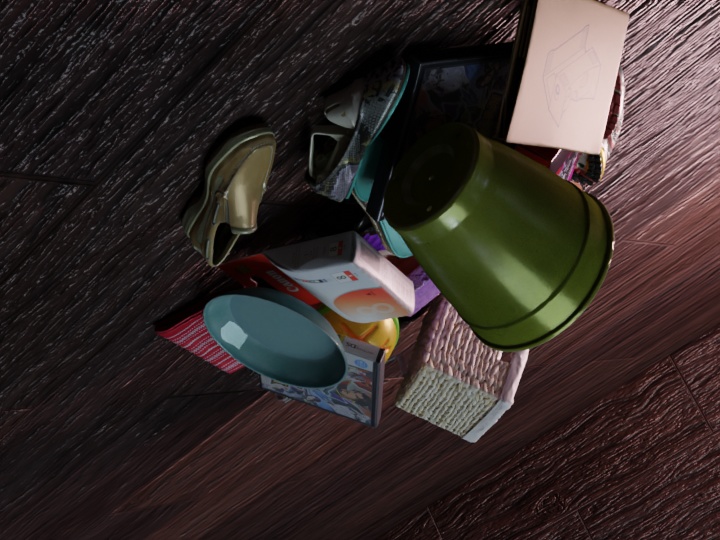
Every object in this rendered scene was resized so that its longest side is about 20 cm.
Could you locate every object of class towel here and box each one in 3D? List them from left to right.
[{"bbox_3d":[-0.172,0.083,1.607,0.143,0.023,0.200,-26,150,14],"label":"towel"}]

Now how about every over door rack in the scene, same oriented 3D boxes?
[{"bbox_3d":[-0.036,0.165,1.949,0.146,0.068,0.199,-11,176,-36],"label":"over door rack"}]

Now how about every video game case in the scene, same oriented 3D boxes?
[{"bbox_3d":[-0.056,0.136,1.605,0.178,0.026,0.201,18,149,10],"label":"video game case"},{"bbox_3d":[0.106,-0.154,1.302,0.179,0.026,0.202,-13,135,-33],"label":"video game case"}]

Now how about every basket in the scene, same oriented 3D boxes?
[{"bbox_3d":[0.172,0.142,1.932,0.159,0.200,0.201,22,151,-1],"label":"basket"}]

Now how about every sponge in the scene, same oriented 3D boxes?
[{"bbox_3d":[0.094,0.020,1.748,0.111,0.030,0.200,-40,170,5],"label":"sponge"}]

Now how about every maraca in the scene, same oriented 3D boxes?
[{"bbox_3d":[-0.010,0.076,1.630,0.135,0.108,0.202,1,135,-14],"label":"maraca"}]

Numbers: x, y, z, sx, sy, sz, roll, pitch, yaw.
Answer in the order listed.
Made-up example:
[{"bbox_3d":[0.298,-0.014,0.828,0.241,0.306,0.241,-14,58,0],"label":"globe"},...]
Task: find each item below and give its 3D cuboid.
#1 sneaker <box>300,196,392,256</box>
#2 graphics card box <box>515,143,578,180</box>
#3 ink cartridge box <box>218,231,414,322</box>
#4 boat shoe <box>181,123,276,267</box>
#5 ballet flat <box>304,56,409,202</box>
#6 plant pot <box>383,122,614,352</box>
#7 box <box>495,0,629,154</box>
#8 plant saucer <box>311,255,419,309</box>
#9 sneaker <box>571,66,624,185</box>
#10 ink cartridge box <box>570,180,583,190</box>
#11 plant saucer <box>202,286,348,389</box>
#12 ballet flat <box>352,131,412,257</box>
[{"bbox_3d":[0.017,-0.063,1.473,0.198,0.070,0.100,-23,158,-11],"label":"sneaker"},{"bbox_3d":[0.216,-0.109,1.421,0.126,0.050,0.201,-51,162,-35],"label":"graphics card box"},{"bbox_3d":[-0.055,0.022,1.457,0.198,0.051,0.162,-15,150,25],"label":"ink cartridge box"},{"bbox_3d":[-0.129,-0.074,1.254,0.071,0.077,0.200,-13,156,-30],"label":"boat shoe"},{"bbox_3d":[-0.014,-0.147,1.232,0.071,0.073,0.201,-12,149,-33],"label":"ballet flat"},{"bbox_3d":[0.131,-0.049,1.240,0.200,0.202,0.192,-36,127,25],"label":"plant pot"},{"bbox_3d":[0.221,-0.212,1.272,0.199,0.021,0.166,0,104,-52],"label":"box"},{"bbox_3d":[0.000,0.000,1.656,0.198,0.037,0.200,-8,153,-39],"label":"plant saucer"},{"bbox_3d":[0.295,-0.200,1.492,0.083,0.077,0.201,-58,164,-28],"label":"sneaker"},{"bbox_3d":[0.189,-0.078,1.604,0.198,0.051,0.162,17,136,-39],"label":"ink cartridge box"},{"bbox_3d":[-0.102,0.079,1.490,0.200,0.198,0.036,119,-4,-58],"label":"plant saucer"},{"bbox_3d":[0.023,-0.099,1.378,0.070,0.066,0.201,-20,134,0],"label":"ballet flat"}]
